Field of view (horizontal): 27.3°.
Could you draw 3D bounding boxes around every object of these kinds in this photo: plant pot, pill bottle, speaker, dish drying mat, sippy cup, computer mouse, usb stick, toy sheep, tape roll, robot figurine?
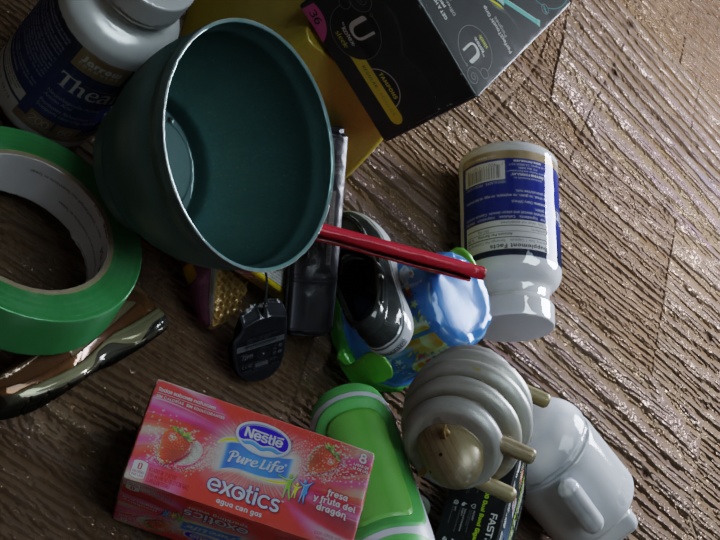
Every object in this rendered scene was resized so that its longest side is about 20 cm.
[{"bbox_3d":[-0.050,-0.214,1.457,0.199,0.175,0.202,31,55,-32],"label":"plant pot"},{"bbox_3d":[-0.222,-0.199,1.253,0.110,0.199,0.112,22,51,-30],"label":"pill bottle"},{"bbox_3d":[0.009,0.202,1.375,0.088,0.088,0.201,26,30,-35],"label":"speaker"},{"bbox_3d":[0.016,-0.021,1.372,0.198,0.077,0.018,14,94,-26],"label":"dish drying mat"},{"bbox_3d":[0.166,-0.031,1.648,0.115,0.115,0.203,18,64,-39],"label":"pill bottle"},{"bbox_3d":[0.057,0.044,1.502,0.139,0.130,0.180,25,59,-35],"label":"sippy cup"},{"bbox_3d":[-0.093,0.022,1.352,0.058,0.202,0.034,-14,43,-26],"label":"computer mouse"},{"bbox_3d":[-0.043,-0.036,1.407,0.055,0.032,0.203,1,98,-29],"label":"usb stick"},{"bbox_3d":[0.104,0.137,1.398,0.139,0.137,0.200,55,26,-14],"label":"toy sheep"},{"bbox_3d":[-0.276,-0.026,1.204,0.198,0.048,0.202,24,40,-21],"label":"tape roll"},{"bbox_3d":[-0.135,-0.094,1.218,0.199,0.133,0.204,9,78,-51],"label":"plant pot"},{"bbox_3d":[0.219,0.218,1.608,0.200,0.113,0.170,49,5,-22],"label":"robot figurine"}]

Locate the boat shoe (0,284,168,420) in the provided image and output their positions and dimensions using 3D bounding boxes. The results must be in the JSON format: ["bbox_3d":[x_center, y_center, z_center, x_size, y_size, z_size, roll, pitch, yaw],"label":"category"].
[{"bbox_3d":[-0.248,0.059,1.241,0.074,0.075,0.199,59,37,-1],"label":"boat shoe"}]

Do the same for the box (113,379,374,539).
[{"bbox_3d":[-0.100,0.184,1.257,0.197,0.103,0.096,19,57,-4],"label":"box"}]

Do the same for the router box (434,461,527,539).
[{"bbox_3d":[0.114,0.269,1.467,0.151,0.061,0.202,85,21,-53],"label":"router box"}]

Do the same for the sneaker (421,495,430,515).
[{"bbox_3d":[0.016,0.295,1.395,0.074,0.088,0.202,33,54,-24],"label":"sneaker"}]

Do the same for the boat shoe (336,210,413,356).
[{"bbox_3d":[0.000,0.000,1.451,0.057,0.068,0.201,41,16,-39],"label":"boat shoe"}]

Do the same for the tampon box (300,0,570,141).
[{"bbox_3d":[0.071,-0.245,1.370,0.151,0.125,0.200,56,46,-12],"label":"tampon box"}]

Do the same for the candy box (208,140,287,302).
[{"bbox_3d":[-0.089,-0.040,1.386,0.200,0.026,0.104,40,60,-64],"label":"candy box"}]

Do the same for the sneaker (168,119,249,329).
[{"bbox_3d":[-0.154,-0.048,1.377,0.075,0.089,0.203,-23,117,-66],"label":"sneaker"}]
